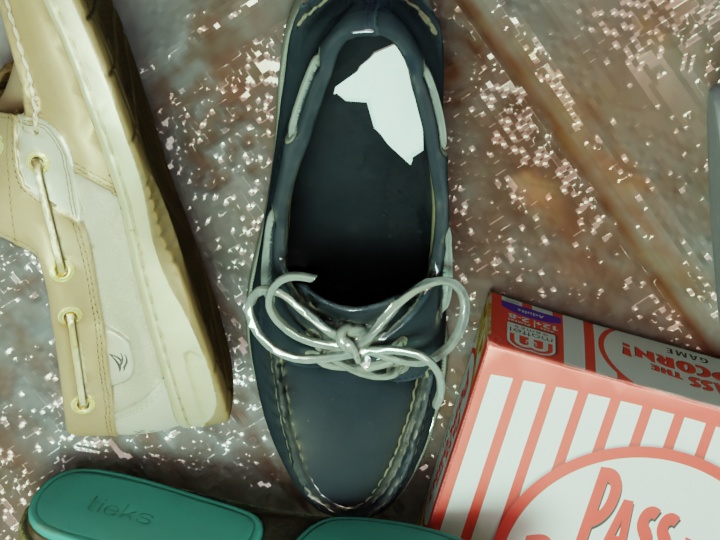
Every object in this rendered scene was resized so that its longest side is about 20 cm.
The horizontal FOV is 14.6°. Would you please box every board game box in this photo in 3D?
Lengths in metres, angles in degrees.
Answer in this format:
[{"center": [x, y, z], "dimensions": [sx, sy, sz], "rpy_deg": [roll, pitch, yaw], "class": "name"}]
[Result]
[{"center": [0.088, 0.123, 0.990], "dimensions": [0.151, 0.046, 0.201], "rpy_deg": [15, 112, -3], "class": "board game box"}]

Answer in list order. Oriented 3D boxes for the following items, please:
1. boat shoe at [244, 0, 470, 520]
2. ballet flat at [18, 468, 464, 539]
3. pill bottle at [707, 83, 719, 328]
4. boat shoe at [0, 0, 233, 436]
[{"center": [0.000, 0.000, 0.937], "dimensions": [0.075, 0.062, 0.201], "rpy_deg": [6, 113, -3], "class": "boat shoe"}, {"center": [-0.027, 0.116, 0.960], "dimensions": [0.199, 0.071, 0.071], "rpy_deg": [10, 115, 27], "class": "ballet flat"}, {"center": [0.213, -0.019, 0.889], "dimensions": [0.199, 0.116, 0.116], "rpy_deg": [-3, 112, 6], "class": "pill bottle"}, {"center": [-0.100, -0.030, 0.925], "dimensions": [0.069, 0.074, 0.201], "rpy_deg": [-16, 111, 3], "class": "boat shoe"}]
